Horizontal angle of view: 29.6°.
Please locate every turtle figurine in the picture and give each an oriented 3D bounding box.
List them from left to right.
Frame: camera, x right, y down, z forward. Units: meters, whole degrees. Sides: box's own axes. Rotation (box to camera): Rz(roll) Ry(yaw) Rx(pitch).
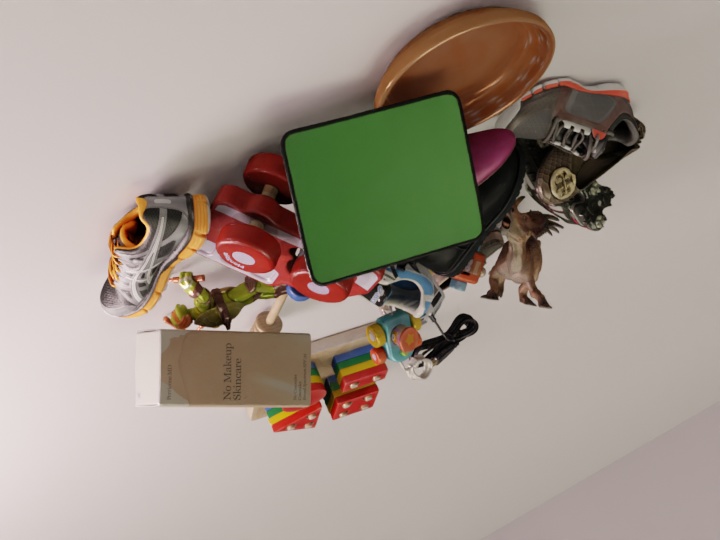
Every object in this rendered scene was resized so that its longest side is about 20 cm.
[{"bbox_3d":[-0.163,0.034,1.623,0.161,0.064,0.200,-22,157,-5],"label":"turtle figurine"}]

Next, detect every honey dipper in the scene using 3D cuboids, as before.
[{"bbox_3d":[-0.100,0.038,1.737,0.038,0.038,0.200,-11,152,-29],"label":"honey dipper"}]

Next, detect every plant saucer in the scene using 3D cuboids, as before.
[{"bbox_3d":[0.103,-0.206,1.398,0.200,0.038,0.200,-20,157,-9],"label":"plant saucer"}]

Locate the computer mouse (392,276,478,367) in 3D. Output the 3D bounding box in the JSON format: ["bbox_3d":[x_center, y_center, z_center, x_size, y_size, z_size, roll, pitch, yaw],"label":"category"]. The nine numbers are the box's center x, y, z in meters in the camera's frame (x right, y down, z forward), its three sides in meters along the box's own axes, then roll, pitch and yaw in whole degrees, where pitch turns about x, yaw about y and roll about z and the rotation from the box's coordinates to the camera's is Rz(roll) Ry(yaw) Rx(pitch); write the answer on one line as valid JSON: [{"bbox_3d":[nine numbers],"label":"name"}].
[{"bbox_3d":[0.074,0.033,1.794,0.110,0.044,0.200,-39,119,-15],"label":"computer mouse"}]

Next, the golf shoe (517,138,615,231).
[{"bbox_3d":[0.231,-0.110,1.683,0.088,0.077,0.200,12,160,43],"label":"golf shoe"}]

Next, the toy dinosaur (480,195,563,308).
[{"bbox_3d":[0.211,-0.024,1.777,0.086,0.136,0.200,9,179,1],"label":"toy dinosaur"}]

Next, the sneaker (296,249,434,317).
[{"bbox_3d":[0.000,0.000,1.632,0.200,0.073,0.072,19,129,-18],"label":"sneaker"}]

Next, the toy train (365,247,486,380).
[{"bbox_3d":[0.092,0.045,1.747,0.150,0.056,0.200,22,90,-33],"label":"toy train"}]

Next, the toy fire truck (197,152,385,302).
[{"bbox_3d":[-0.079,-0.025,1.456,0.200,0.112,0.168,24,154,-11],"label":"toy fire truck"}]

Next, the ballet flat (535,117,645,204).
[{"bbox_3d":[0.281,-0.136,1.634,0.200,0.046,0.067,-31,121,-37],"label":"ballet flat"}]

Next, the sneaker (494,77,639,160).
[{"bbox_3d":[0.248,-0.168,1.565,0.200,0.082,0.077,-10,154,-31],"label":"sneaker"}]

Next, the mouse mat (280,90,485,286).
[{"bbox_3d":[0.026,-0.084,1.372,0.200,0.161,0.008,-16,-166,-19],"label":"mouse mat"}]

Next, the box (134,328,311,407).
[{"bbox_3d":[-0.164,0.118,1.628,0.200,0.095,0.078,2,175,-31],"label":"box"}]

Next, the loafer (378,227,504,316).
[{"bbox_3d":[0.113,0.012,1.855,0.200,0.063,0.072,-29,158,11],"label":"loafer"}]

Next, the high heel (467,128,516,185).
[{"bbox_3d":[0.062,-0.117,1.443,0.200,0.067,0.096,-27,135,11],"label":"high heel"}]

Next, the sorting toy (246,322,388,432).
[{"bbox_3d":[-0.059,0.174,2.032,0.198,0.070,0.200,-17,157,-18],"label":"sorting toy"}]

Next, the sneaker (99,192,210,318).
[{"bbox_3d":[-0.234,-0.021,1.436,0.077,0.078,0.200,11,138,-34],"label":"sneaker"}]

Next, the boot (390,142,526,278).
[{"bbox_3d":[0.091,-0.079,1.567,0.162,0.073,0.198,14,112,-50],"label":"boot"}]
